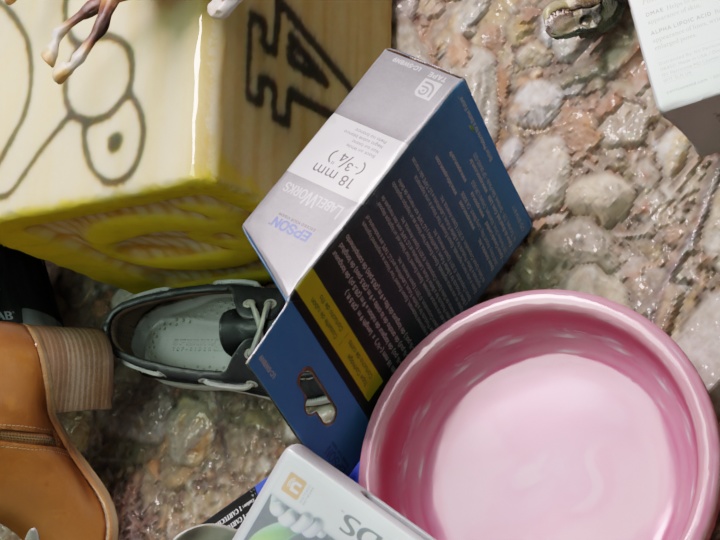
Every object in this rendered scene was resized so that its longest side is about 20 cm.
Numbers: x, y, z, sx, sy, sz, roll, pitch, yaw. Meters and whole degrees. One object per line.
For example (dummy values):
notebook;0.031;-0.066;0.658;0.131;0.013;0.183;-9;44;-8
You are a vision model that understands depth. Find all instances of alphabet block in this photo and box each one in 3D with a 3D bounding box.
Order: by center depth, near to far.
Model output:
alphabet block;-0.107;-0.109;1.371;0.195;0.196;0.201;-9;72;34

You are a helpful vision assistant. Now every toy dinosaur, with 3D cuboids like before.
toy dinosaur;0.165;-0.222;1.310;0.200;0.047;0.088;-49;65;9

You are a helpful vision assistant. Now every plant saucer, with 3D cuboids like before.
plant saucer;0.100;0.112;1.229;0.199;0.051;0.202;-7;67;17

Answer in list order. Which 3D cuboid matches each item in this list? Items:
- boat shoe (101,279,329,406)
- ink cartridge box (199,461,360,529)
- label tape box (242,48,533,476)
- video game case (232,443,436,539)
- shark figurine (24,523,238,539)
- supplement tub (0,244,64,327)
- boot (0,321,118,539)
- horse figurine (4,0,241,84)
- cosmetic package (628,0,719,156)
boat shoe;-0.069;0.039;1.385;0.199;0.060;0.074;2;78;36
ink cartridge box;-0.043;0.174;1.337;0.200;0.044;0.094;-36;61;21
label tape box;0.000;0.000;1.256;0.063;0.144;0.200;25;68;35
video game case;-0.014;0.224;1.200;0.181;0.023;0.201;34;101;18
shark figurine;-0.104;0.181;1.288;0.089;0.213;0.129;-167;64;-73
supplement tub;-0.270;0.001;1.498;0.122;0.122;0.201;-34;59;22
boot;-0.232;0.130;1.393;0.074;0.154;0.201;9;101;60
horse figurine;-0.145;-0.184;1.264;0.132;0.050;0.200;-42;50;3
cosmetic package;0.182;-0.176;1.217;0.081;0.113;0.201;-19;74;16
